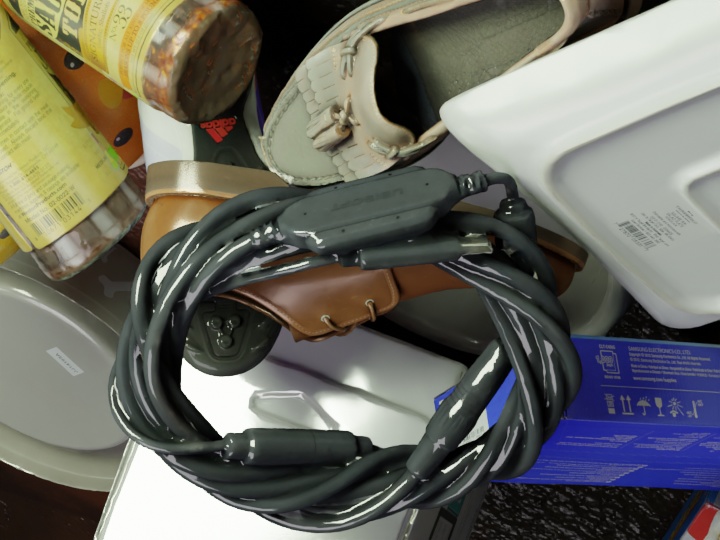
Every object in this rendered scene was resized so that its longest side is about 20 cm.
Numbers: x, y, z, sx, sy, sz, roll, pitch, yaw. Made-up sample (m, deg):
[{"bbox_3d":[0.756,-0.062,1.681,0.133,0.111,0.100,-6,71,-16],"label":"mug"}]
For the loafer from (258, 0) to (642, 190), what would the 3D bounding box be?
[{"bbox_3d":[0.027,-0.088,1.232,0.200,0.063,0.072,-28,94,33],"label":"loafer"}]

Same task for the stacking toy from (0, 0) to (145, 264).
[{"bbox_3d":[-0.193,-0.044,1.402,0.146,0.200,0.146,20,146,14],"label":"stacking toy"}]

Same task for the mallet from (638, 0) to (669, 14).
[{"bbox_3d":[0.057,-0.144,1.249,0.200,0.041,0.066,32,144,-12],"label":"mallet"}]

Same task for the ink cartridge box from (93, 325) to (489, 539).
[{"bbox_3d":[-0.023,0.102,1.452,0.146,0.147,0.200,20,175,12],"label":"ink cartridge box"}]

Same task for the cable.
[{"bbox_3d":[-0.009,0.038,1.234,0.199,0.051,0.164,-16,121,3],"label":"cable"}]

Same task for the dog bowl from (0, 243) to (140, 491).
[{"bbox_3d":[-0.179,0.040,1.627,0.199,0.059,0.200,18,145,14],"label":"dog bowl"}]

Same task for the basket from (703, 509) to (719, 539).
[{"bbox_3d":[0.232,0.210,1.392,0.123,0.136,0.200,8,140,30],"label":"basket"}]

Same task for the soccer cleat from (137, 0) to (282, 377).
[{"bbox_3d":[-0.071,-0.041,1.350,0.068,0.201,0.073,-6,160,-8],"label":"soccer cleat"}]

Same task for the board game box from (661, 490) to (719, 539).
[{"bbox_3d":[0.248,0.191,1.523,0.195,0.056,0.200,27,146,4],"label":"board game box"}]

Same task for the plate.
[{"bbox_3d":[0.166,-0.044,1.212,0.199,0.032,0.199,-22,140,28],"label":"plate"}]

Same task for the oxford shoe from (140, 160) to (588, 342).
[{"bbox_3d":[0.000,0.000,1.268,0.199,0.072,0.071,5,167,9],"label":"oxford shoe"}]

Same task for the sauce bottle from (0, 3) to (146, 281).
[{"bbox_3d":[-0.178,-0.090,1.322,0.065,0.065,0.200,-18,113,47],"label":"sauce bottle"}]

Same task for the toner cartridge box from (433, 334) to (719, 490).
[{"bbox_3d":[0.142,0.069,1.354,0.199,0.043,0.095,5,158,-35],"label":"toner cartridge box"}]

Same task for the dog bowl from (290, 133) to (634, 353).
[{"bbox_3d":[0.054,-0.036,1.361,0.199,0.059,0.201,19,144,14],"label":"dog bowl"}]

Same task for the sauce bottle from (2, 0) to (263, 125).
[{"bbox_3d":[-0.133,-0.136,1.323,0.200,0.066,0.066,31,151,31],"label":"sauce bottle"}]
